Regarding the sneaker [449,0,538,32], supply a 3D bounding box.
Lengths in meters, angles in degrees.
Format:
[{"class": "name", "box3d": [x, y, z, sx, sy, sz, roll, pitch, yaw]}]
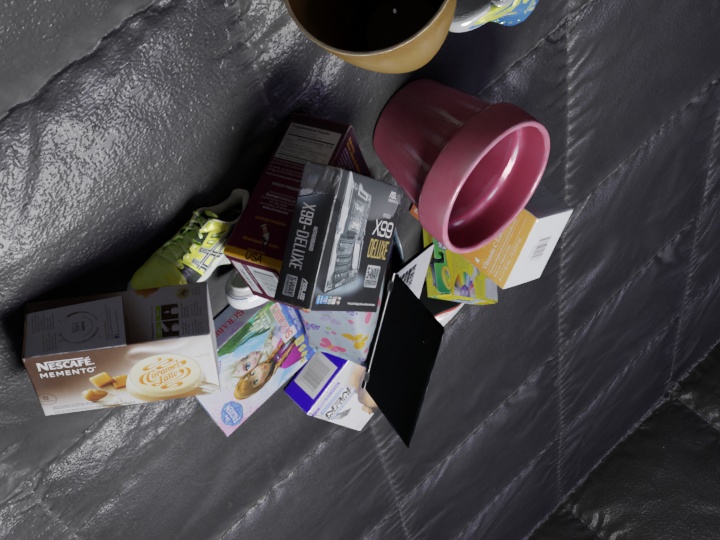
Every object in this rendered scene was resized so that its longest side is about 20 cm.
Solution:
[{"class": "sneaker", "box3d": [0.180, -0.343, 1.431, 0.200, 0.076, 0.105, -38, 150, -21]}]

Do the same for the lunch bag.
[{"class": "lunch bag", "box3d": [0.000, 0.000, 1.520, 0.170, 0.126, 0.201, 79, 30, -56]}]

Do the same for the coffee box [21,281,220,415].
[{"class": "coffee box", "box3d": [-0.260, 0.086, 1.219, 0.198, 0.080, 0.115, -6, 140, -6]}]

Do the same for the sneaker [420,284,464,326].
[{"class": "sneaker", "box3d": [0.107, 0.089, 1.855, 0.201, 0.067, 0.108, -43, 163, -24]}]

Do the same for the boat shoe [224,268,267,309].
[{"class": "boat shoe", "box3d": [-0.104, -0.038, 1.408, 0.200, 0.073, 0.066, -50, 149, -22]}]

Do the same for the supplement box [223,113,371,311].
[{"class": "supplement box", "box3d": [-0.071, -0.071, 1.317, 0.201, 0.085, 0.111, -66, 156, -21]}]

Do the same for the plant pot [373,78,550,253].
[{"class": "plant pot", "box3d": [0.120, -0.155, 1.460, 0.199, 0.179, 0.201, -34, 148, -25]}]

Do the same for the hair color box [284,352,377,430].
[{"class": "hair color box", "box3d": [-0.028, 0.186, 1.776, 0.110, 0.065, 0.200, -52, 153, 4]}]

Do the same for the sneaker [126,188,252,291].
[{"class": "sneaker", "box3d": [-0.196, -0.030, 1.288, 0.200, 0.075, 0.077, -41, 145, -37]}]

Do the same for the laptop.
[{"class": "laptop", "box3d": [0.080, 0.095, 1.487, 0.200, 0.115, 0.189, -36, 146, -55]}]

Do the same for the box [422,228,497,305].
[{"class": "box", "box3d": [0.154, -0.010, 1.753, 0.199, 0.048, 0.119, 12, 72, -59]}]

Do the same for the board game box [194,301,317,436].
[{"class": "board game box", "box3d": [-0.153, 0.115, 1.538, 0.199, 0.041, 0.200, -43, 150, -12]}]

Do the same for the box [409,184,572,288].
[{"class": "box", "box3d": [0.188, -0.087, 1.612, 0.097, 0.200, 0.125, -14, 136, -46]}]

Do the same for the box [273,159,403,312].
[{"class": "box", "box3d": [-0.021, -0.034, 1.280, 0.200, 0.049, 0.159, 8, 96, -68]}]

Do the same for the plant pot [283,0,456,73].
[{"class": "plant pot", "box3d": [0.029, -0.290, 1.200, 0.187, 0.186, 0.200, -50, 164, 1]}]
